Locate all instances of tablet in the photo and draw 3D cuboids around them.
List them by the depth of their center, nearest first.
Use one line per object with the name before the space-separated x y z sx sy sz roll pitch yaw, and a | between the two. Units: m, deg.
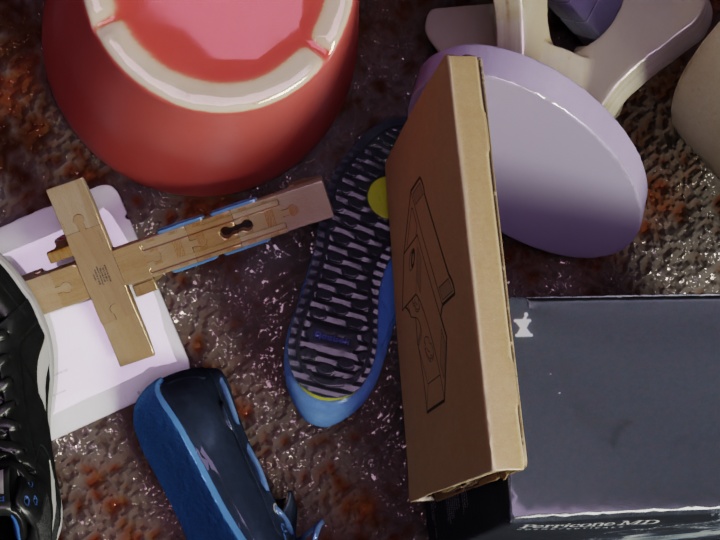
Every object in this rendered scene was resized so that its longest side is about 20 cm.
tablet | -0.216 0.044 0.785 0.198 0.014 0.132 -24 93 -10

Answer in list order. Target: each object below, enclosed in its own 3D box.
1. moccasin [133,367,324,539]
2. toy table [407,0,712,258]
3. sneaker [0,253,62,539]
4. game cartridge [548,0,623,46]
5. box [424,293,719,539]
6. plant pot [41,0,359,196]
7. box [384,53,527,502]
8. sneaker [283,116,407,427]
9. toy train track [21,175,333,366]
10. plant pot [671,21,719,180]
moccasin | -0.062 0.149 0.774 0.068 0.080 0.203 -24 91 -42
toy table | 0.109 -0.107 0.771 0.181 0.200 0.119 8 67 23
sneaker | -0.202 0.087 0.717 0.072 0.112 0.203 -12 104 -9
game cartridge | 0.182 -0.242 0.821 0.129 0.038 0.202 33 83 -36
box | 0.145 0.094 0.741 0.193 0.200 0.119 -1 72 -9
plant pot | -0.084 -0.148 0.729 0.197 0.177 0.204 0 88 -10
box | 0.043 0.013 0.681 0.021 0.164 0.203 -2 76 -12
sneaker | 0.000 0.000 0.806 0.065 0.079 0.203 17 68 4
toy train track | -0.112 -0.016 0.771 0.197 0.033 0.116 -18 109 4
plant pot | 0.294 -0.051 0.682 0.185 0.188 0.202 -22 65 -9
